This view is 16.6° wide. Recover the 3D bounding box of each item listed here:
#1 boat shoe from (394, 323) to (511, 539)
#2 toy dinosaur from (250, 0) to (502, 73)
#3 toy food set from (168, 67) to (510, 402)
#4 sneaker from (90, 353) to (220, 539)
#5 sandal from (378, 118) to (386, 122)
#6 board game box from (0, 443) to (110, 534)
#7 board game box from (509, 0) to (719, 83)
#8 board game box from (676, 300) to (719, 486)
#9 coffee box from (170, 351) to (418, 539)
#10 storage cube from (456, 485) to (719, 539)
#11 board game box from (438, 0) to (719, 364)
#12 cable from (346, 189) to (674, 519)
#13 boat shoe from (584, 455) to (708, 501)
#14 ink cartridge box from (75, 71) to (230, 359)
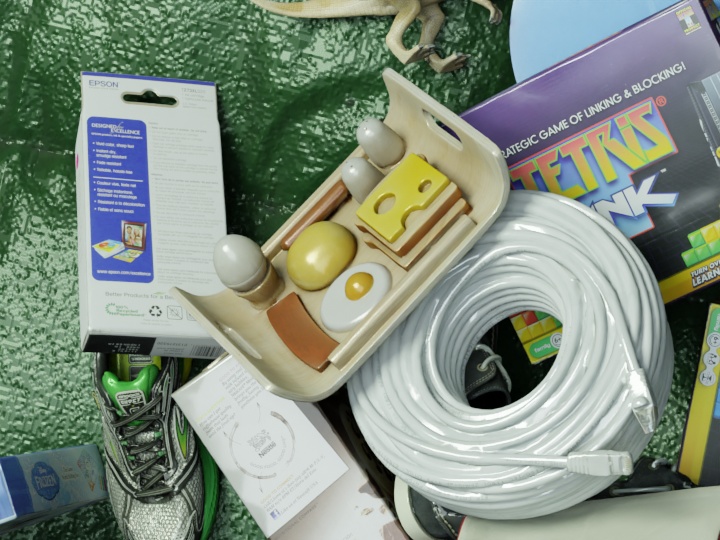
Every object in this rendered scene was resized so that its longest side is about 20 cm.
[{"bbox_3d":[0.071,0.076,1.561,0.067,0.072,0.201,-19,53,38],"label":"boat shoe"},{"bbox_3d":[0.034,-0.181,1.617,0.200,0.058,0.101,-25,70,9],"label":"toy dinosaur"},{"bbox_3d":[-0.015,-0.025,1.501,0.200,0.060,0.143,-47,39,-3],"label":"toy food set"},{"bbox_3d":[-0.146,0.101,1.626,0.078,0.085,0.201,-11,88,12],"label":"sneaker"},{"bbox_3d":[0.000,0.000,1.602,0.045,0.075,0.201,4,83,-24],"label":"sandal"},{"bbox_3d":[-0.284,0.165,1.594,0.199,0.199,0.044,-19,84,10],"label":"board game box"},{"bbox_3d":[0.198,-0.148,1.582,0.199,0.039,0.159,-16,95,19],"label":"board game box"},{"bbox_3d":[0.284,0.132,1.557,0.165,0.057,0.201,10,92,12],"label":"board game box"},{"bbox_3d":[-0.025,0.137,1.588,0.080,0.113,0.200,-36,84,9],"label":"coffee box"},{"bbox_3d":[0.142,0.250,1.428,0.199,0.171,0.180,-7,113,19],"label":"storage cube"},{"bbox_3d":[0.164,-0.057,1.548,0.200,0.057,0.166,-26,93,20],"label":"board game box"},{"bbox_3d":[0.090,0.050,1.478,0.199,0.069,0.201,-11,63,23],"label":"cable"},{"bbox_3d":[0.178,0.147,1.517,0.199,0.072,0.071,-6,66,9],"label":"boat shoe"},{"bbox_3d":[-0.137,-0.037,1.607,0.094,0.037,0.201,4,60,-15],"label":"ink cartridge box"}]
